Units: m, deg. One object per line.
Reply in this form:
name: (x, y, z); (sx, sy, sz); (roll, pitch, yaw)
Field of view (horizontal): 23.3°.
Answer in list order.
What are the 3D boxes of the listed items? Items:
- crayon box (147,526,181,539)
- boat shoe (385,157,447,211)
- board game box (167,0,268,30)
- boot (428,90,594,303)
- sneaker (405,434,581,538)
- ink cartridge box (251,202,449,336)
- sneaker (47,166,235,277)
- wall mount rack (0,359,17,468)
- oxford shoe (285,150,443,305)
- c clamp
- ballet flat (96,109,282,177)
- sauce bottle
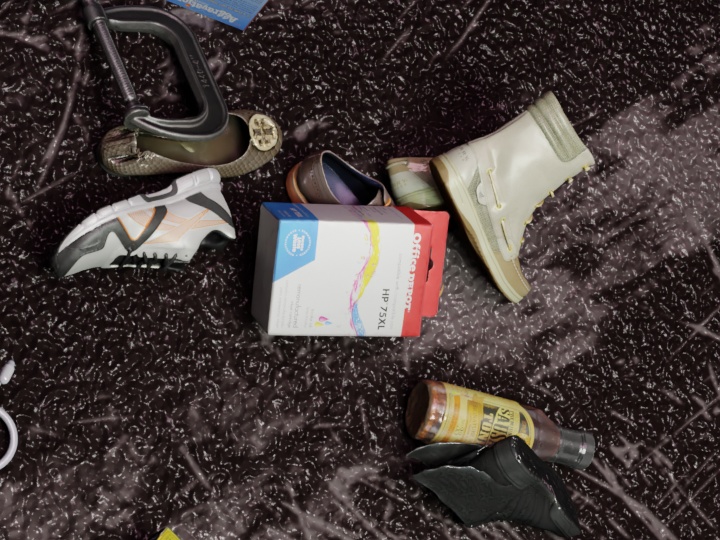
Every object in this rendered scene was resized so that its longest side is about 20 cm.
crayon box: (-0.149, 0.345, 1.551); (0.200, 0.051, 0.127); (46, 58, -5)
boat shoe: (0.120, -0.107, 1.843); (0.199, 0.073, 0.064); (-16, 84, -23)
board game box: (-0.185, -0.302, 1.735); (0.198, 0.103, 0.020); (19, 62, -21)
boot: (0.173, -0.072, 1.783); (0.154, 0.072, 0.201); (-32, 126, -2)
sneaker: (0.136, 0.222, 1.735); (0.200, 0.104, 0.060); (48, 21, -43)
ink cartridge box: (0.000, 0.000, 1.703); (0.198, 0.067, 0.117); (1, 106, -20)
sneaker: (-0.200, -0.031, 1.647); (0.199, 0.074, 0.081); (-25, 86, -31)
wall mount rack: (-0.388, 0.128, 1.491); (0.199, 0.074, 0.175); (30, 61, -14)
oxford shoe: (0.013, -0.041, 1.760); (0.200, 0.073, 0.072); (40, 58, -9)
c clamp: (-0.220, -0.200, 1.704); (0.170, 0.027, 0.201); (-7, 58, -41)
ballet flat: (-0.162, -0.127, 1.716); (0.198, 0.046, 0.068); (-6, 75, -29)
sauce bottle: (0.144, 0.160, 1.761); (0.198, 0.066, 0.067); (14, 66, -21)
